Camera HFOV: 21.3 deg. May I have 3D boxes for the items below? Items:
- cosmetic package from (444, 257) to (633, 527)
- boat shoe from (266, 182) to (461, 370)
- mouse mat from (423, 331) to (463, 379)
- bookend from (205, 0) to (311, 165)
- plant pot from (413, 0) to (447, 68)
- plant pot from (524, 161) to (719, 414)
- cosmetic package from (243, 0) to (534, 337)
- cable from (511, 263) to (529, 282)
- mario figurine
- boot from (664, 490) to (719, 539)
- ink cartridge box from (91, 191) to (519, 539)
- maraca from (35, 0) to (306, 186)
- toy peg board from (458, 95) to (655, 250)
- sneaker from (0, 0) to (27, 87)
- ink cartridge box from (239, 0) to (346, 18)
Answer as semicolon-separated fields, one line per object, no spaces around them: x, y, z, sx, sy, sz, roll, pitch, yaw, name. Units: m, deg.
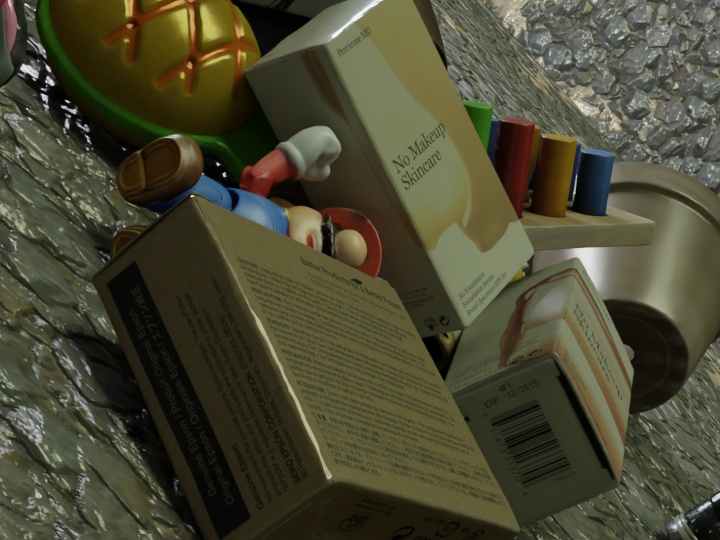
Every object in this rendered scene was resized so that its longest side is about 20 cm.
0.121;0.077;1.266;0.103;0.087;0.200;62;17;-12;cosmetic package
0.000;0.000;1.258;0.200;0.074;0.066;34;48;-32;boat shoe
0.087;0.048;1.399;0.161;0.008;0.200;15;45;-52;mouse mat
-0.120;-0.158;1.322;0.199;0.092;0.200;28;27;-34;bookend
-0.020;-0.199;1.508;0.187;0.187;0.200;31;16;-47;plant pot
0.234;0.030;1.676;0.200;0.200;0.174;42;30;-12;plant pot
0.021;-0.066;1.197;0.105;0.071;0.200;-46;114;-45;cosmetic package
0.083;0.035;1.494;0.200;0.050;0.097;4;78;-48;cable
-0.047;-0.020;1.089;0.106;0.124;0.200;39;13;31;mario figurine
0.357;0.218;1.504;0.204;0.154;0.074;40;15;-22;boot
-0.023;0.068;0.946;0.200;0.075;0.165;25;32;-56;ink cartridge box
-0.110;-0.123;1.190;0.200;0.107;0.137;33;47;-10;maraca
0.084;-0.086;1.399;0.199;0.098;0.200;-3;18;-38;toy peg board
-0.227;-0.164;1.090;0.200;0.079;0.095;57;6;36;sneaker
-0.061;-0.256;1.344;0.200;0.083;0.147;5;45;-48;ink cartridge box
